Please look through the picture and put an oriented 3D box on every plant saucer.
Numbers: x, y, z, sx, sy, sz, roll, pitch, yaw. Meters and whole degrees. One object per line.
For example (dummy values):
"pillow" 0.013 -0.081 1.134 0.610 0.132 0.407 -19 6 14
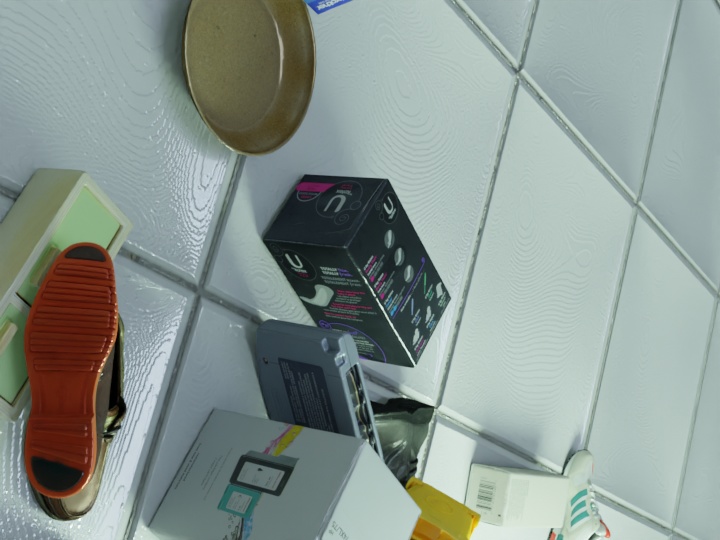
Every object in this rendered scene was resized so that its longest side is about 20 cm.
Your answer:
"plant saucer" -0.119 -0.217 1.171 0.199 0.035 0.203 -11 103 -54

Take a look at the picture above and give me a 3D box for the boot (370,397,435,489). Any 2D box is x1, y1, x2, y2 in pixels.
"boot" 0.022 0.225 1.404 0.199 0.067 0.132 8 93 -53

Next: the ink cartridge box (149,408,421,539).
"ink cartridge box" -0.072 0.250 1.158 0.147 0.198 0.147 56 52 -42

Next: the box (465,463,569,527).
"box" 0.233 0.332 1.702 0.199 0.068 0.083 20 79 -54

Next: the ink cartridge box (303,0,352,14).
"ink cartridge box" -0.051 -0.361 1.184 0.200 0.076 0.138 36 48 -52

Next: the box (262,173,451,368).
"box" 0.000 0.000 1.290 0.107 0.121 0.201 -59 137 -30

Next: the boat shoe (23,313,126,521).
"boat shoe" -0.245 0.126 1.014 0.072 0.067 0.203 -8 102 -55

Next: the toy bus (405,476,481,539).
"toy bus" 0.062 0.357 1.417 0.202 0.135 0.192 -66 170 17

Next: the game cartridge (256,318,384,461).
"game cartridge" -0.045 0.148 1.237 0.041 0.132 0.202 -38 124 -44

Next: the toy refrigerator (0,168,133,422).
"toy refrigerator" -0.274 0.017 0.959 0.076 0.069 0.201 54 53 -43

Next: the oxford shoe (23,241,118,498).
"oxford shoe" -0.233 0.079 0.939 0.073 0.070 0.203 115 -17 -84

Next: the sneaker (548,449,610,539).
"sneaker" 0.369 0.395 1.877 0.070 0.093 0.202 36 66 -50
